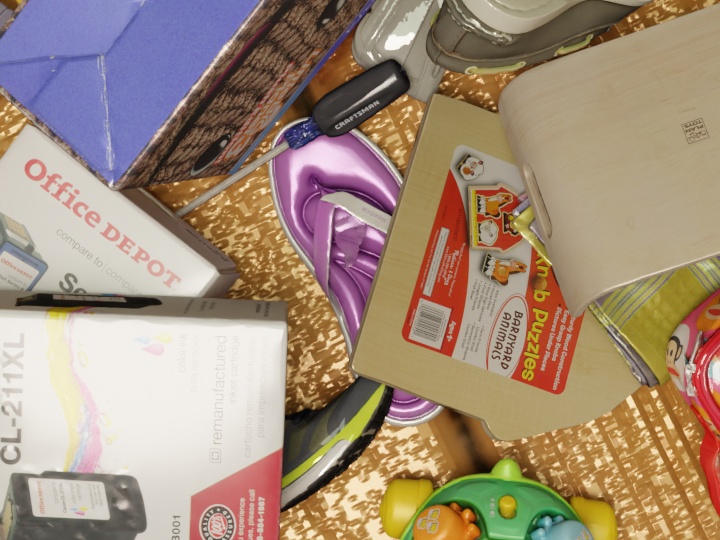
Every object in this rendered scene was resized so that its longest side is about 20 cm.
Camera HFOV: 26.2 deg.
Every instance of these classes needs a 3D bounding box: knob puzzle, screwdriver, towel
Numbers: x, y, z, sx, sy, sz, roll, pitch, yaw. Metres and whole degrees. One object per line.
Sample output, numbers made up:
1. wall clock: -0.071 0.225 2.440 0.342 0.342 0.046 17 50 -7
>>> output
1. knob puzzle: 0.105 0.009 0.940 0.220 0.030 0.220 3 81 -18
2. screwdriver: -0.058 -0.069 0.937 0.200 0.029 0.028 -30 74 12
3. towel: 0.203 -0.039 0.936 0.200 0.023 0.144 -38 94 -9

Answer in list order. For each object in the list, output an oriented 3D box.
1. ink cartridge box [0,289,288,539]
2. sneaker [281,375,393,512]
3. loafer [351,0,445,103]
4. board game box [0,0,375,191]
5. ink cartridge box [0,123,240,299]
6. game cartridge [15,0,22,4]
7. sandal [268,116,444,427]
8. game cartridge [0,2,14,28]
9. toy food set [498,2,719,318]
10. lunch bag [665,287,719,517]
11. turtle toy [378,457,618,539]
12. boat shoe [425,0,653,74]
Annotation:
1. ink cartridge box: -0.141 0.089 0.837 0.200 0.083 0.146 2 96 -3
2. sneaker: -0.069 0.112 0.925 0.200 0.074 0.081 -34 82 6
3. loafer: 0.072 -0.195 0.941 0.070 0.070 0.200 34 97 -3
4. board game box: -0.083 -0.136 0.821 0.097 0.200 0.159 42 103 5
5. ink cartridge box: -0.190 0.034 0.922 0.145 0.088 0.200 38 92 2
6. game cartridge: -0.108 -0.190 0.937 0.200 0.032 0.176 -36 88 15
7. sandal: 0.007 -0.003 0.942 0.082 0.050 0.203 -24 88 0
8. game cartridge: -0.301 -0.104 0.917 0.130 0.038 0.200 31 67 14
9. toy food set: 0.193 -0.068 0.888 0.200 0.060 0.144 -19 69 8
10. lunch bag: 0.276 0.085 0.909 0.176 0.082 0.200 -40 101 -2
11. turtle toy: 0.078 0.210 0.910 0.146 0.101 0.200 5 88 1
12. boat shoe: 0.111 -0.160 0.900 0.072 0.202 0.060 52 132 13
